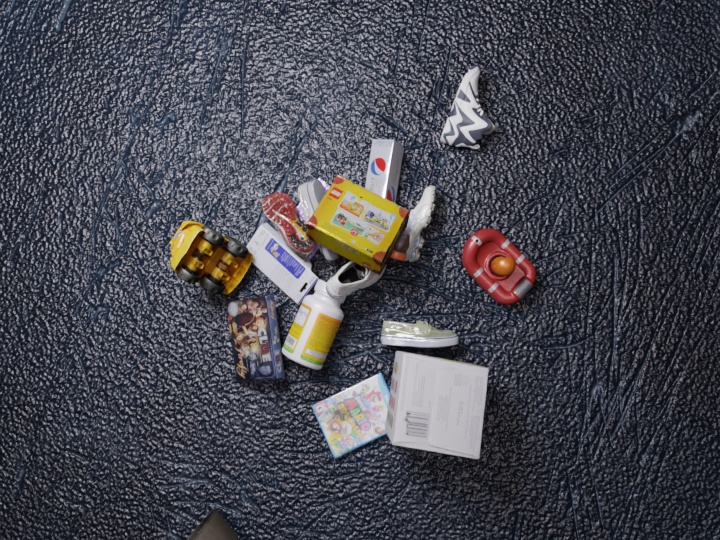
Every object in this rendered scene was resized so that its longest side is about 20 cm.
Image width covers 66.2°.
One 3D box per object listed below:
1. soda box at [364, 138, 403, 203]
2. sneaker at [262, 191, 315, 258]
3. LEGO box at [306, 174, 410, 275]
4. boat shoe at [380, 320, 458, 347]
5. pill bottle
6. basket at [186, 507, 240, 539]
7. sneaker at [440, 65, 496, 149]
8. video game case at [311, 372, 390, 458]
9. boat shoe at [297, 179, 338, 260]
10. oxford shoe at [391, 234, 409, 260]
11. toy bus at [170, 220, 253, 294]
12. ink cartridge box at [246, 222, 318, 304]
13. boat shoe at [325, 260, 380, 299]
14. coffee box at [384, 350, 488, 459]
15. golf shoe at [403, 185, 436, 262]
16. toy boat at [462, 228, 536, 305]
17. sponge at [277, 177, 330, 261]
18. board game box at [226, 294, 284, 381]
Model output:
[{"bbox_3d":[0.055,-0.222,1.391,0.063,0.068,0.204,9,88,28],"label":"soda box"},{"bbox_3d":[-0.182,-0.109,1.370,0.077,0.083,0.201,-27,67,-16],"label":"sneaker"},{"bbox_3d":[-0.005,-0.107,1.289,0.198,0.077,0.150,27,67,9],"label":"LEGO box"},{"bbox_3d":[0.147,0.157,1.381,0.196,0.072,0.063,0,90,5],"label":"boat shoe"},{"bbox_3d":[-0.108,0.131,1.369,0.109,0.111,0.203,24,89,3],"label":"pill bottle"},{"bbox_3d":[-0.343,0.721,1.346,0.200,0.136,0.181,43,84,-1],"label":"basket"},{"bbox_3d":[0.294,-0.401,1.394,0.127,0.079,0.202,21,89,1],"label":"sneaker"},{"bbox_3d":[-0.007,0.368,1.403,0.197,0.018,0.145,-25,87,0],"label":"video game case"},{"bbox_3d":[-0.108,-0.121,1.374,0.065,0.072,0.204,-10,103,31],"label":"boat shoe"},{"bbox_3d":[0.035,-0.093,1.377,0.197,0.071,0.074,23,104,19],"label":"oxford shoe"},{"bbox_3d":[-0.392,-0.057,1.347,0.191,0.199,0.137,39,94,32],"label":"toy bus"},{"bbox_3d":[-0.197,-0.017,1.398,0.200,0.039,0.100,43,114,4],"label":"ink cartridge box"},{"bbox_3d":[0.000,0.000,1.338,0.198,0.066,0.073,-25,76,-38],"label":"boat shoe"},{"bbox_3d":[0.173,0.307,1.303,0.196,0.198,0.204,9,84,-1],"label":"coffee box"},{"bbox_3d":[0.130,-0.127,1.393,0.096,0.078,0.203,19,87,8],"label":"golf shoe"},{"bbox_3d":[0.342,-0.013,1.351,0.200,0.131,0.131,44,89,3],"label":"toy boat"},{"bbox_3d":[-0.124,-0.124,1.420,0.111,0.030,0.201,38,89,3],"label":"sponge"},{"bbox_3d":[-0.264,0.170,1.383,0.133,0.034,0.204,-10,87,28],"label":"board game box"}]
